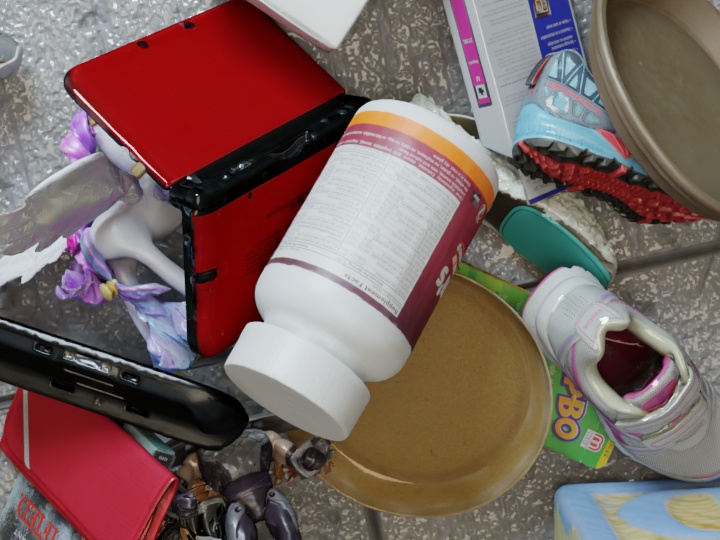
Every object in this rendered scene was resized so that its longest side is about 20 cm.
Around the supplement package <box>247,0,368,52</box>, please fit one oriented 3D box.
[{"bbox_3d":[-0.012,-0.259,1.152,0.117,0.117,0.201,33,92,-7],"label":"supplement package"}]

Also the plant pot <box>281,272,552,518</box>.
[{"bbox_3d":[0.038,0.082,1.223,0.197,0.028,0.202,4,114,9],"label":"plant pot"}]

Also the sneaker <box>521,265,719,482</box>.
[{"bbox_3d":[0.196,0.085,1.196,0.200,0.088,0.082,40,91,-23],"label":"sneaker"}]

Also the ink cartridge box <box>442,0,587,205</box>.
[{"bbox_3d":[0.111,-0.152,1.192,0.094,0.037,0.202,-22,98,-38],"label":"ink cartridge box"}]

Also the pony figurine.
[{"bbox_3d":[-0.162,-0.028,1.179,0.200,0.166,0.193,46,62,-4],"label":"pony figurine"}]

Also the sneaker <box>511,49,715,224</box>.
[{"bbox_3d":[0.192,-0.093,1.183,0.199,0.079,0.097,19,72,-37],"label":"sneaker"}]

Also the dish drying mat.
[{"bbox_3d":[-0.190,0.130,1.174,0.018,0.199,0.077,20,98,-41],"label":"dish drying mat"}]

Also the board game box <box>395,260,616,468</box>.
[{"bbox_3d":[0.105,0.061,1.249,0.198,0.030,0.096,25,97,-3],"label":"board game box"}]

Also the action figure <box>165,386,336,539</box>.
[{"bbox_3d":[-0.070,0.162,1.174,0.129,0.070,0.201,-21,63,-7],"label":"action figure"}]

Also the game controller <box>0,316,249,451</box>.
[{"bbox_3d":[-0.169,0.068,1.140,0.198,0.105,0.043,17,68,6],"label":"game controller"}]

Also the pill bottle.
[{"bbox_3d":[0.000,0.000,1.111,0.109,0.110,0.201,32,72,-6],"label":"pill bottle"}]

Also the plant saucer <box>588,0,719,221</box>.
[{"bbox_3d":[0.220,-0.115,1.165,0.029,0.200,0.201,-34,100,39],"label":"plant saucer"}]

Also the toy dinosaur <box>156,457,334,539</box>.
[{"bbox_3d":[-0.115,0.186,1.230,0.199,0.102,0.137,-29,83,20],"label":"toy dinosaur"}]

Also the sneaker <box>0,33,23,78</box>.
[{"bbox_3d":[-0.329,-0.162,1.178,0.197,0.078,0.078,4,89,-4],"label":"sneaker"}]

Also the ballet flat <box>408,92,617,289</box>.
[{"bbox_3d":[0.105,-0.061,1.216,0.199,0.072,0.072,31,96,-8],"label":"ballet flat"}]

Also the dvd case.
[{"bbox_3d":[-0.206,0.185,1.203,0.022,0.146,0.202,17,100,-40],"label":"dvd case"}]

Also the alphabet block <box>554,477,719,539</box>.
[{"bbox_3d":[0.239,0.261,1.180,0.194,0.195,0.203,-2,96,0],"label":"alphabet block"}]

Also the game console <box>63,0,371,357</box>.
[{"bbox_3d":[-0.090,-0.066,1.158,0.118,0.200,0.174,17,121,30],"label":"game console"}]
